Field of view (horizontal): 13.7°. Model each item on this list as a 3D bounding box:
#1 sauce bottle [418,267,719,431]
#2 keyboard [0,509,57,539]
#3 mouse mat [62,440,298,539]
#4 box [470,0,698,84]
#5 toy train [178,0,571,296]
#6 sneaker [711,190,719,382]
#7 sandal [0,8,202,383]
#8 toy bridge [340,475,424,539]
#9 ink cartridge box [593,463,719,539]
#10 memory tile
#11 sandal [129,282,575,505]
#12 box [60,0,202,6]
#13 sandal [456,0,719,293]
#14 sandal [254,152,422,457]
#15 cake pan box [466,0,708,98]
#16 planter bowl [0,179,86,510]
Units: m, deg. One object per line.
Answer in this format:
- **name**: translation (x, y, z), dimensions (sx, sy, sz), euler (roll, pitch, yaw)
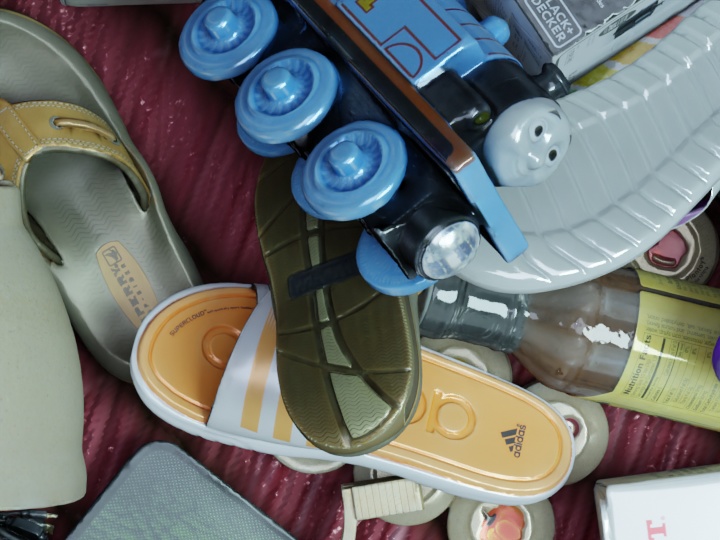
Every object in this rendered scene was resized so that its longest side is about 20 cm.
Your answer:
- **sauce bottle**: translation (0.120, 0.030, 1.334), dimensions (0.200, 0.065, 0.065), euler (15, 90, -11)
- **keyboard**: translation (-0.217, 0.148, 1.381), dimensions (0.200, 0.021, 0.127), euler (25, 90, 1)
- **mouse mat**: translation (-0.067, 0.195, 1.373), dimensions (0.200, 0.008, 0.161), euler (38, 90, -6)
- **box**: translation (0.145, -0.157, 1.277), dimensions (0.200, 0.117, 0.060), euler (-33, 84, -2)
- **toy train**: translation (0.008, -0.077, 1.244), dimensions (0.114, 0.087, 0.200), euler (-40, 49, -2)
- **sneaker**: translation (0.187, -0.020, 1.319), dimensions (0.099, 0.070, 0.200), euler (33, 48, 13)
- **sandal**: translation (-0.135, -0.037, 1.357), dimensions (0.080, 0.054, 0.200), euler (-33, 89, 1)
- **toy bridge**: translation (0.009, 0.195, 1.362), dimensions (0.067, 0.027, 0.200), euler (-8, 94, -1)
- **ink cartridge box**: translation (0.211, 0.154, 1.340), dimensions (0.200, 0.084, 0.145), euler (-7, 89, 0)
- **memory tile**: translation (0.058, 0.029, 1.379), dimensions (0.153, 0.017, 0.200), euler (30, 90, 2)
- **sandal**: translation (0.003, 0.045, 1.326), dimensions (0.207, 0.059, 0.079), euler (15, 62, -8)
- **box**: translation (-0.103, -0.222, 1.345), dimensions (0.078, 0.095, 0.200), euler (-3, 91, -5)
- **sandal**: translation (0.120, -0.047, 1.298), dimensions (0.203, 0.050, 0.082), euler (-33, 68, -16)
- **sandal**: translation (0.000, 0.000, 1.289), dimensions (0.080, 0.054, 0.200), euler (-16, 52, 18)
- **cake pan box**: translation (0.104, -0.141, 1.356), dimensions (0.200, 0.052, 0.184), euler (-34, 85, -3)
- **planter bowl**: translation (-0.212, 0.022, 1.288), dimensions (0.200, 0.200, 0.135), euler (6, 94, 1)
